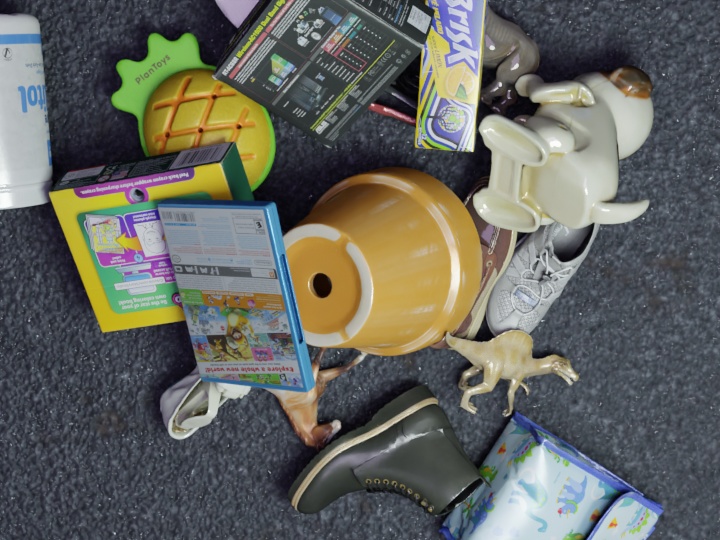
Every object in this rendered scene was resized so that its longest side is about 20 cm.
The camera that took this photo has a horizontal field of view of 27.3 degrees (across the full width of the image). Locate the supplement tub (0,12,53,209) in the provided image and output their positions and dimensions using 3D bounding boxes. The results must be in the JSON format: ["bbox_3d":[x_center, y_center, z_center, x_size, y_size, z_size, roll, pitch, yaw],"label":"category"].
[{"bbox_3d":[-0.397,-0.168,1.572,0.131,0.132,0.201,-4,99,-1],"label":"supplement tub"}]

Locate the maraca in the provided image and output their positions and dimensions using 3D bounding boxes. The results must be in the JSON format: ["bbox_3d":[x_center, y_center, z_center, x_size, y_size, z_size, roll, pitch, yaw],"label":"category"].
[{"bbox_3d":[-0.178,-0.162,1.591,0.137,0.107,0.200,-40,89,-2],"label":"maraca"}]

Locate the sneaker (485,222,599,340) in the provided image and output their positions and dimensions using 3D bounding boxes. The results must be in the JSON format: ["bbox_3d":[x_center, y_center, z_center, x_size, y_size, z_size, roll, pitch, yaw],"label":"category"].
[{"bbox_3d":[0.200,-0.009,1.631,0.075,0.082,0.200,27,99,-5],"label":"sneaker"}]

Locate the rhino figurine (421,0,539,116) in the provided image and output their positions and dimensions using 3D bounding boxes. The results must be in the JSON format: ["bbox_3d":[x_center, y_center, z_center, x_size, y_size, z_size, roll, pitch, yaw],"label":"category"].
[{"bbox_3d":[0.108,-0.262,1.606,0.200,0.060,0.087,41,99,-5],"label":"rhino figurine"}]

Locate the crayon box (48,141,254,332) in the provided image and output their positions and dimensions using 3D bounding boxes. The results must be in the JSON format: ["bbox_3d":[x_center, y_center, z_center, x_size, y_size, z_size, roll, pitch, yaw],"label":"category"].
[{"bbox_3d":[-0.203,-0.032,1.564,0.199,0.058,0.173,-8,117,18],"label":"crayon box"}]

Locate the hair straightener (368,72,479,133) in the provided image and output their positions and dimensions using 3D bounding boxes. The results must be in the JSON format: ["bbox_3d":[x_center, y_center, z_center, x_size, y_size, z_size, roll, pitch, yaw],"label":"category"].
[{"bbox_3d":[0.044,-0.201,1.620,0.199,0.041,0.077,23,97,1],"label":"hair straightener"}]

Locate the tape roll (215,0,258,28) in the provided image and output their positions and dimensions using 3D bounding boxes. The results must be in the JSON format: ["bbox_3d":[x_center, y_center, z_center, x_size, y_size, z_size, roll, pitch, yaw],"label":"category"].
[{"bbox_3d":[-0.070,-0.339,1.602,0.202,0.037,0.204,0,98,-2],"label":"tape roll"}]

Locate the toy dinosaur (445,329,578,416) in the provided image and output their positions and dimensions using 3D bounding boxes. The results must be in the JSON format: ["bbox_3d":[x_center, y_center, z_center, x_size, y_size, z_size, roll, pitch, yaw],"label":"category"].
[{"bbox_3d":[0.144,0.104,1.644,0.200,0.058,0.101,15,117,-32],"label":"toy dinosaur"}]

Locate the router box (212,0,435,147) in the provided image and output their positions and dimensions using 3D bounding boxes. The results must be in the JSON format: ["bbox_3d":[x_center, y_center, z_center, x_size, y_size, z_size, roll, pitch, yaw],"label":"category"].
[{"bbox_3d":[-0.040,-0.231,1.515,0.150,0.062,0.200,30,141,-16],"label":"router box"}]

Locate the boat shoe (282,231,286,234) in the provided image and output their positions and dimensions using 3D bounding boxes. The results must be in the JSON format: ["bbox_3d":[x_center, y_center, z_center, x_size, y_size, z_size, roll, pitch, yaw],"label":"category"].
[{"bbox_3d":[-0.161,-0.032,1.628,0.199,0.068,0.072,20,97,-4],"label":"boat shoe"}]

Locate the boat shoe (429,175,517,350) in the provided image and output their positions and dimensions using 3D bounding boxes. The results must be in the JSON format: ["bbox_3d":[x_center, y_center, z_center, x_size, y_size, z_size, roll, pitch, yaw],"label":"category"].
[{"bbox_3d":[0.114,-0.007,1.626,0.072,0.072,0.201,25,103,27],"label":"boat shoe"}]

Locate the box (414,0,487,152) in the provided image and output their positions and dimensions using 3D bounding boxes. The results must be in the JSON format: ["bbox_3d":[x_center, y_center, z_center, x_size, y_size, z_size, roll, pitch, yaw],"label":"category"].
[{"bbox_3d":[0.097,-0.228,1.548,0.064,0.070,0.201,4,102,6],"label":"box"}]

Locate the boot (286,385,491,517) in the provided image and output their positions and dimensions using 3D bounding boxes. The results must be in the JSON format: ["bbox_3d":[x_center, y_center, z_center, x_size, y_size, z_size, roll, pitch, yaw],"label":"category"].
[{"bbox_3d":[0.030,0.238,1.637,0.200,0.077,0.138,-39,65,5],"label":"boot"}]

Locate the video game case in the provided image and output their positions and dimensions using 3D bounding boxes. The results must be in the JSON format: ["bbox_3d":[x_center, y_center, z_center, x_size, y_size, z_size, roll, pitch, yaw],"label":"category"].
[{"bbox_3d":[-0.125,0.025,1.494,0.143,0.018,0.201,3,115,34],"label":"video game case"}]

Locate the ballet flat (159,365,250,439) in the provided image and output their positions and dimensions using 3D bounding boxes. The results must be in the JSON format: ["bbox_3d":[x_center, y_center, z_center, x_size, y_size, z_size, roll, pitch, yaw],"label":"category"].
[{"bbox_3d":[-0.152,0.123,1.609,0.069,0.069,0.200,43,128,-6],"label":"ballet flat"}]

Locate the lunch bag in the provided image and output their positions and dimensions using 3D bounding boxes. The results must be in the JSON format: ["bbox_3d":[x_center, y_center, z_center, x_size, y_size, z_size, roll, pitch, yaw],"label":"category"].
[{"bbox_3d":[0.219,0.287,1.661,0.200,0.127,0.170,33,94,-19],"label":"lunch bag"}]

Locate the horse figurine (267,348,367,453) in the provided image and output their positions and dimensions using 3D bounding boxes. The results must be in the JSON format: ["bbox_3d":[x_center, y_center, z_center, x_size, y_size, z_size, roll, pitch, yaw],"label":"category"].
[{"bbox_3d":[-0.086,0.101,1.654,0.200,0.050,0.133,33,108,-11],"label":"horse figurine"}]

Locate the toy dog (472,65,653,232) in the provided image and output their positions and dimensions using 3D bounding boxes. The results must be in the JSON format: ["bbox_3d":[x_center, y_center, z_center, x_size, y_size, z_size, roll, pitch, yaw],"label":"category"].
[{"bbox_3d":[0.236,-0.142,1.570,0.193,0.200,0.140,18,135,30],"label":"toy dog"}]

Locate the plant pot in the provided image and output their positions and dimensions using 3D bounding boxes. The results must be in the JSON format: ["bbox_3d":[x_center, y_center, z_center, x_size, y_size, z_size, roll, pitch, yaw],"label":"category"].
[{"bbox_3d":[0.000,0.000,1.542,0.200,0.183,0.201,5,101,28],"label":"plant pot"}]
